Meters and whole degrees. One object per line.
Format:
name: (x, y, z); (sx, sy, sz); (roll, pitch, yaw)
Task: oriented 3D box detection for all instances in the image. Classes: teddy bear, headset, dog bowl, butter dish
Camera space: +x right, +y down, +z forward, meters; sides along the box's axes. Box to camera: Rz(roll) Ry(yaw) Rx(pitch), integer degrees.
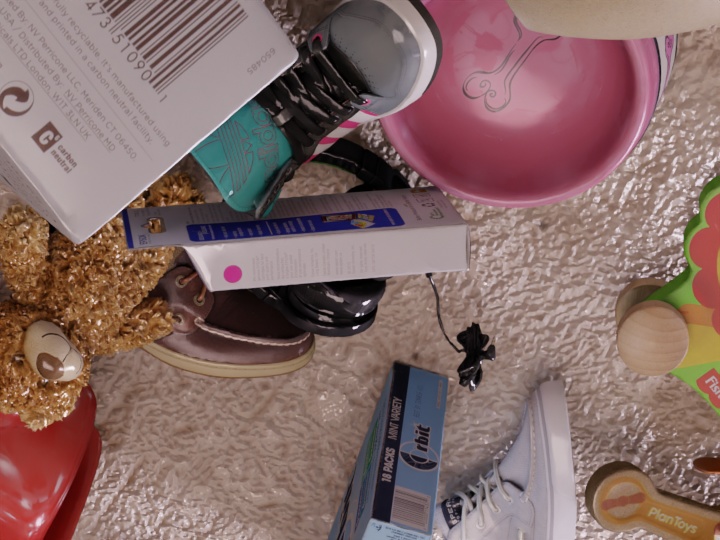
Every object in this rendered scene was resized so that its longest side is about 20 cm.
teddy bear: (-0.164, 0.004, 1.366); (0.067, 0.200, 0.145); (21, 139, 35)
headset: (0.000, 0.000, 1.416); (0.200, 0.094, 0.124); (34, 121, -15)
dog bowl: (0.092, -0.126, 1.336); (0.199, 0.074, 0.201); (3, 123, 5)
butter dish: (-0.249, 0.101, 1.438); (0.199, 0.200, 0.148); (32, 133, -14)

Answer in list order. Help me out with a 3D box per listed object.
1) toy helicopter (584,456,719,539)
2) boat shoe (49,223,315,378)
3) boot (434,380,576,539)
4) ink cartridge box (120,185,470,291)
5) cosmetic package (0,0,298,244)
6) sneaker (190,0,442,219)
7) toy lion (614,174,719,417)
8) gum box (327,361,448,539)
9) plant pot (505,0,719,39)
toy helicopter: (0.244, 0.170, 1.503); (0.200, 0.079, 0.133); (23, 101, -21)
boat shoe: (-0.122, 0.012, 1.456); (0.199, 0.072, 0.072); (18, 125, 3)
boot: (0.097, 0.163, 1.520); (0.095, 0.074, 0.200); (-2, 124, 0)
ink cartridge box: (-0.041, -0.019, 1.318); (0.199, 0.095, 0.037); (-2, 106, -8)
cosmetic package: (-0.171, -0.143, 1.251); (0.165, 0.200, 0.165); (-41, 113, -9)
sneaker: (-0.042, -0.093, 1.276); (0.084, 0.121, 0.200); (52, 149, -4)
toy lion: (0.272, 0.030, 1.409); (0.192, 0.069, 0.200); (-37, 100, 16)
gum box: (0.006, 0.192, 1.494); (0.044, 0.170, 0.200); (17, 123, -5)
plant pot: (0.125, -0.202, 1.193); (0.134, 0.200, 0.200); (-30, 115, 11)
